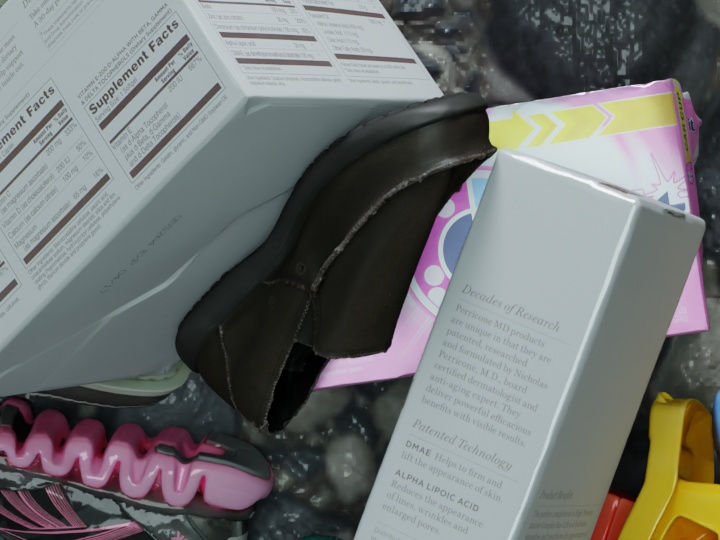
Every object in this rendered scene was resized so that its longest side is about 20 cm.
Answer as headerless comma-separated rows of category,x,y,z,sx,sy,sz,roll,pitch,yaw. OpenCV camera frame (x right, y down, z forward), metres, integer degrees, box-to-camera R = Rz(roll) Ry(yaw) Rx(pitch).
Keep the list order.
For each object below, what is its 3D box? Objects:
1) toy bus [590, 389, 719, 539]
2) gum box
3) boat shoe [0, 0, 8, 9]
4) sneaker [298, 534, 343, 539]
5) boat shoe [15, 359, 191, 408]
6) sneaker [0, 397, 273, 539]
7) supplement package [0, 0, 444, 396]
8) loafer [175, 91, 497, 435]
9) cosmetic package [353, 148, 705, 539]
toy bus,0.165,0.117,1.107,0.191,0.136,0.201,22,91,20
gum box,0.064,-0.016,1.133,0.198,0.066,0.115,-9,91,5
boat shoe,-0.122,-0.132,1.079,0.066,0.200,0.074,-31,83,16
sneaker,-0.075,0.192,1.120,0.080,0.071,0.201,29,110,-9
boat shoe,-0.178,0.021,1.158,0.200,0.061,0.072,21,48,-8
sneaker,-0.143,0.115,1.154,0.198,0.079,0.096,10,103,6
supplement package,-0.094,-0.051,1.048,0.200,0.155,0.111,-42,71,27
loafer,0.000,0.000,1.046,0.072,0.073,0.200,56,132,15
cosmetic package,0.069,0.057,1.045,0.074,0.102,0.202,21,93,24
